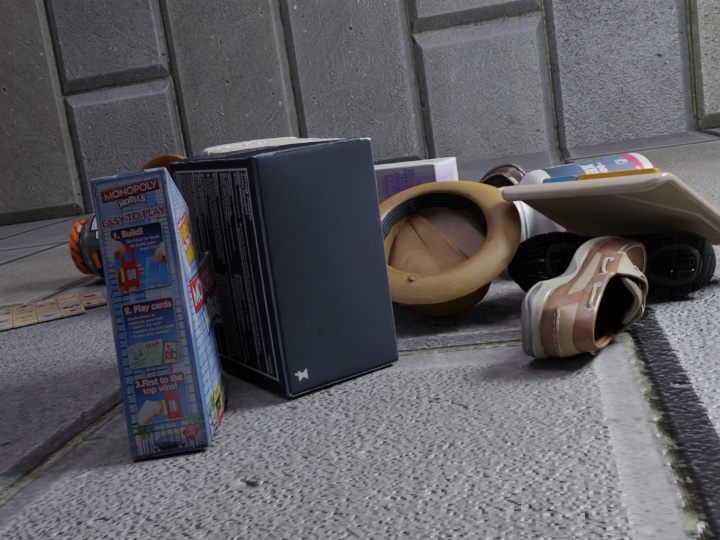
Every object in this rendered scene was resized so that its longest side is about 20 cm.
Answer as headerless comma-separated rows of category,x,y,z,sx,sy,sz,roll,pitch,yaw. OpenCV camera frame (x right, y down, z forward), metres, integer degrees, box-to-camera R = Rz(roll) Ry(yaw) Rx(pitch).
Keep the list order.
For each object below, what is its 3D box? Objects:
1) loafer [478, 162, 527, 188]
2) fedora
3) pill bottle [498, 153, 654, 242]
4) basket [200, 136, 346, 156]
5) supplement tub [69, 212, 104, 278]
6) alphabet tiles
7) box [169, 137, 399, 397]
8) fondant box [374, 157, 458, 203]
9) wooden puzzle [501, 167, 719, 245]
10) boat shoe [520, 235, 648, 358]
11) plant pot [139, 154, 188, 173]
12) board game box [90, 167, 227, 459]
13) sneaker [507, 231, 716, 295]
loafer,0.153,-0.065,1.149,0.071,0.073,0.200,-39,-5,-45
fedora,0.083,-0.014,0.915,0.198,0.082,0.202,-13,38,10
pill bottle,0.252,-0.068,1.045,0.197,0.121,0.120,-11,10,-8
basket,-0.122,-0.105,1.364,0.160,0.201,0.199,6,17,41
supplement tub,-0.389,-0.050,1.482,0.197,0.124,0.123,-6,10,16
alphabet tiles,-0.482,0.061,1.280,0.198,0.006,0.166,-12,10,-20
box,-0.073,-0.011,0.792,0.122,0.203,0.198,-14,12,-29
fondant box,0.039,-0.067,1.146,0.198,0.146,0.058,-1,12,37
wooden puzzle,0.270,-0.062,0.868,0.199,0.038,0.184,18,-11,-39
boat shoe,0.210,0.024,0.736,0.071,0.077,0.199,4,26,39
plant pot,-0.225,-0.058,1.225,0.198,0.203,0.139,0,1,39
board game box,-0.155,0.017,0.698,0.061,0.203,0.200,-9,11,0
sneaker,0.250,-0.003,0.873,0.197,0.077,0.091,2,3,15
